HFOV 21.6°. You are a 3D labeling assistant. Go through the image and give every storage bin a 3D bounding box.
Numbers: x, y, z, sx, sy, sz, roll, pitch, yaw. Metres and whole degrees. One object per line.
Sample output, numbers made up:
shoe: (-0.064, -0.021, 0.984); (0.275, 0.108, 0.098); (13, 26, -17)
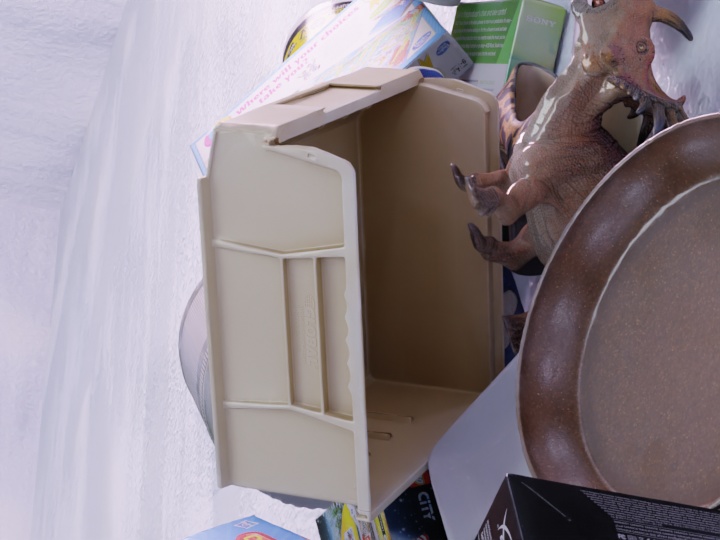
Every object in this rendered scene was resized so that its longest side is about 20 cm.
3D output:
storage bin: (0.002, 0.003, 1.037); (0.200, 0.093, 0.201); (-31, -58, -60)

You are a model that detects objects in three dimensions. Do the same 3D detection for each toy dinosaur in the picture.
toy dinosaur: (0.124, -0.037, 0.982); (0.086, 0.134, 0.201); (-108, 0, -52)

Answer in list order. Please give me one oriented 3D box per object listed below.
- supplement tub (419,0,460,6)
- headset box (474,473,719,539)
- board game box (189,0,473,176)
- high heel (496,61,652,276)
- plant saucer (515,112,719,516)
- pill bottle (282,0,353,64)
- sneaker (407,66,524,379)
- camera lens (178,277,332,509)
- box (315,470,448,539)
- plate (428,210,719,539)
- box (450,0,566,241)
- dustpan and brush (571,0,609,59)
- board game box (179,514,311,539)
supplement tub: (0.052, -0.298, 1.290); (0.145, 0.144, 0.201); (-113, 43, -64)
headset box: (0.099, 0.193, 0.799); (0.078, 0.147, 0.201); (-99, 25, -51)
board game box: (-0.024, -0.115, 1.323); (0.200, 0.034, 0.135); (-40, 32, 7)
high heel: (0.117, -0.106, 1.091); (0.200, 0.071, 0.144); (115, 158, -57)
plant saucer: (0.148, 0.028, 0.854); (0.200, 0.034, 0.202); (-37, 41, 42)
pill bottle: (0.001, -0.114, 1.432); (0.201, 0.111, 0.113); (-100, 26, -51)
sneaker: (0.051, -0.029, 1.156); (0.088, 0.075, 0.202); (111, 139, -65)
camera lens: (-0.045, 0.072, 1.376); (0.200, 0.158, 0.162); (-133, 56, -71)
box: (0.030, 0.220, 1.093); (0.137, 0.037, 0.202); (126, 132, -65)
plate: (0.119, 0.104, 0.912); (0.200, 0.032, 0.201); (-50, 35, 28)
box: (0.080, -0.082, 1.276); (0.144, 0.036, 0.202); (-155, 76, -74)
dustpan and brush: (0.174, -0.221, 1.023); (0.140, 0.057, 0.201); (-77, 3, -49)
board game box: (-0.015, 0.254, 1.017); (0.195, 0.056, 0.202); (14, 114, 52)
